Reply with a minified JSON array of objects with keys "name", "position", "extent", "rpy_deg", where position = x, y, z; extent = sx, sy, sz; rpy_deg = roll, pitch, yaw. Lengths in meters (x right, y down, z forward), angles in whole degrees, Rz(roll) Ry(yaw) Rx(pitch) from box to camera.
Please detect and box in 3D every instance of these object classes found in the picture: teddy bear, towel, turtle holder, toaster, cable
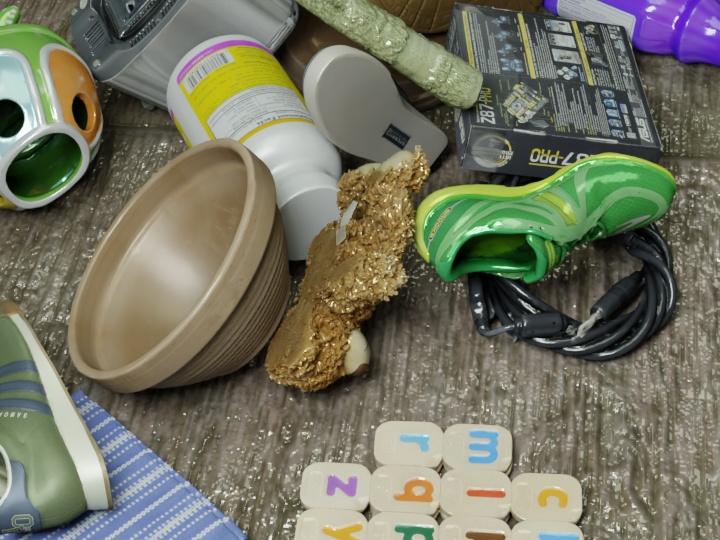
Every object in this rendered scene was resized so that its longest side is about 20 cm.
[{"name":"teddy bear","position":[0.000,0.000,1.154],"extent":[0.067,0.145,0.201],"rpy_deg":[31,56,-23]},{"name":"towel","position":[-0.188,0.175,1.075],"extent":[0.144,0.024,0.200],"rpy_deg":[-35,51,-26]},{"name":"towel","position":[0.016,-0.193,1.281],"extent":[0.148,0.037,0.200],"rpy_deg":[30,8,-22]},{"name":"turtle holder","position":[-0.297,-0.112,1.279],"extent":[0.184,0.142,0.132],"rpy_deg":[-23,48,-19]},{"name":"toaster","position":[-0.144,-0.226,1.356],"extent":[0.200,0.129,0.114],"rpy_deg":[-45,47,16]},{"name":"cable","position":[0.161,-0.017,1.226],"extent":[0.162,0.051,0.201],"rpy_deg":[-1,44,2]}]

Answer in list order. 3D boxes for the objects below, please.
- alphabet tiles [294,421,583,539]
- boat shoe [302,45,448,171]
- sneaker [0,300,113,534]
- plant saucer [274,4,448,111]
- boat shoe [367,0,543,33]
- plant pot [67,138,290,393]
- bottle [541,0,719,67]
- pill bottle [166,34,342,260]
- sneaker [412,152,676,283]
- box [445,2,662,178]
[{"name":"alphabet tiles","position":[0.052,0.184,1.054],"extent":[0.194,0.015,0.201],"rpy_deg":[1,45,5]},{"name":"boat shoe","position":[-0.010,-0.137,1.267],"extent":[0.093,0.200,0.075],"rpy_deg":[39,90,33]},{"name":"sneaker","position":[-0.249,0.102,1.089],"extent":[0.089,0.067,0.200],"rpy_deg":[-21,49,-21]},{"name":"plant saucer","position":[0.013,-0.212,1.445],"extent":[0.198,0.030,0.201],"rpy_deg":[-2,44,2]},{"name":"boat shoe","position":[0.074,-0.260,1.411],"extent":[0.199,0.074,0.069],"rpy_deg":[1,42,-39]},{"name":"plant pot","position":[-0.116,0.011,1.152],"extent":[0.200,0.092,0.202],"rpy_deg":[-34,37,30]},{"name":"bottle","position":[0.263,-0.237,1.428],"extent":[0.199,0.066,0.083],"rpy_deg":[28,40,27]},{"name":"pill bottle","position":[-0.080,-0.098,1.281],"extent":[0.104,0.105,0.200],"rpy_deg":[-19,47,-16]},{"name":"sneaker","position":[0.140,-0.028,1.163],"extent":[0.198,0.074,0.084],"rpy_deg":[-13,47,-2]},{"name":"box","position":[0.158,-0.150,1.328],"extent":[0.160,0.049,0.201],"rpy_deg":[7,38,-8]}]
